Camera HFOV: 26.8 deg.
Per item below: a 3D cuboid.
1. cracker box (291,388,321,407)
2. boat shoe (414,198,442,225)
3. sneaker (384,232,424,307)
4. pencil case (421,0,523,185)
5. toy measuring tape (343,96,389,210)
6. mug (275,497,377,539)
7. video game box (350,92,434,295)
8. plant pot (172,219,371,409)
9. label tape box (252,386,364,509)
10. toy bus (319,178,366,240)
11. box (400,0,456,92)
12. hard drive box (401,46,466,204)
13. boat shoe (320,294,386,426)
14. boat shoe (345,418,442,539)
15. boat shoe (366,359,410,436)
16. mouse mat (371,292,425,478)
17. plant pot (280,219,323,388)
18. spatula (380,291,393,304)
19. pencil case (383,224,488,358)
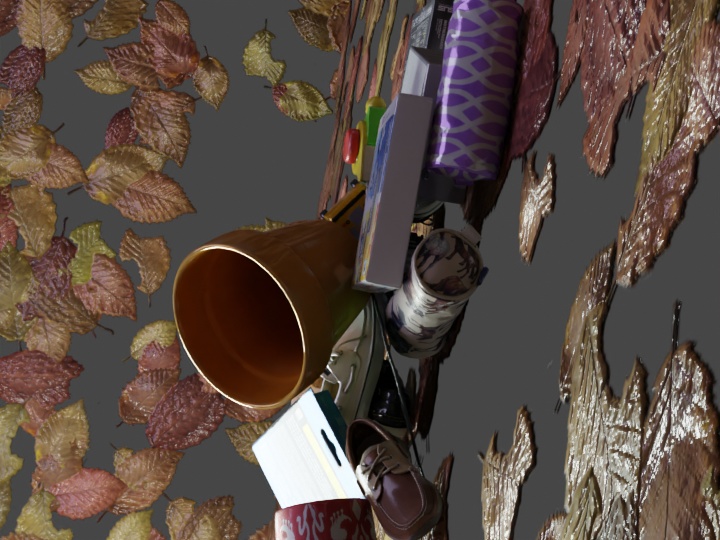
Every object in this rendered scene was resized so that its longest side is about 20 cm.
[{"bbox_3d":[-0.026,0.213,1.972,0.201,0.132,0.058,-91,3,-58],"label":"cracker box"},{"bbox_3d":[0.067,-0.088,1.913,0.200,0.074,0.063,-80,3,-75],"label":"boat shoe"},{"bbox_3d":[0.056,0.021,1.870,0.201,0.066,0.091,-98,21,-62],"label":"sneaker"},{"bbox_3d":[0.121,-0.188,1.582,0.085,0.083,0.203,17,-96,-73],"label":"pencil case"},{"bbox_3d":[0.011,-0.107,1.796,0.074,0.073,0.203,129,145,-76],"label":"toy measuring tape"},{"bbox_3d":[-0.049,0.358,1.628,0.133,0.175,0.203,31,-131,-66],"label":"mug"},{"bbox_3d":[0.032,-0.079,1.635,0.182,0.046,0.203,127,153,-85],"label":"video game box"},{"bbox_3d":[-0.085,0.031,1.752,0.183,0.199,0.202,-32,-35,-47],"label":"plant pot"},{"bbox_3d":[-0.040,0.225,1.774,0.145,0.063,0.200,61,146,12],"label":"label tape box"},{"bbox_3d":[-0.003,-0.063,1.918,0.065,0.078,0.200,-44,-2,-2],"label":"toy bus"},{"bbox_3d":[0.095,-0.278,2.051,0.200,0.048,0.161,-166,85,-84],"label":"box"},{"bbox_3d":[0.090,-0.179,1.826,0.200,0.076,0.158,-104,24,-75],"label":"hard drive box"},{"bbox_3d":[-0.028,0.117,1.846,0.075,0.085,0.204,-139,61,-64],"label":"boat shoe"},{"bbox_3d":[0.026,0.222,1.616,0.076,0.072,0.200,-43,26,0],"label":"boat shoe"},{"bbox_3d":[0.025,0.148,1.918,0.199,0.074,0.067,-110,33,-76],"label":"boat shoe"},{"bbox_3d":[0.041,0.127,1.723,0.161,0.007,0.202,-106,1,-75],"label":"mouse mat"},{"bbox_3d":[-0.066,0.056,1.942,0.199,0.140,0.201,-36,-32,-27],"label":"plant pot"},{"bbox_3d":[0.000,0.000,1.832,0.200,0.020,0.057,42,163,44],"label":"spatula"},{"bbox_3d":[0.078,0.027,1.619,0.078,0.089,0.200,53,159,13],"label":"pencil case"}]
